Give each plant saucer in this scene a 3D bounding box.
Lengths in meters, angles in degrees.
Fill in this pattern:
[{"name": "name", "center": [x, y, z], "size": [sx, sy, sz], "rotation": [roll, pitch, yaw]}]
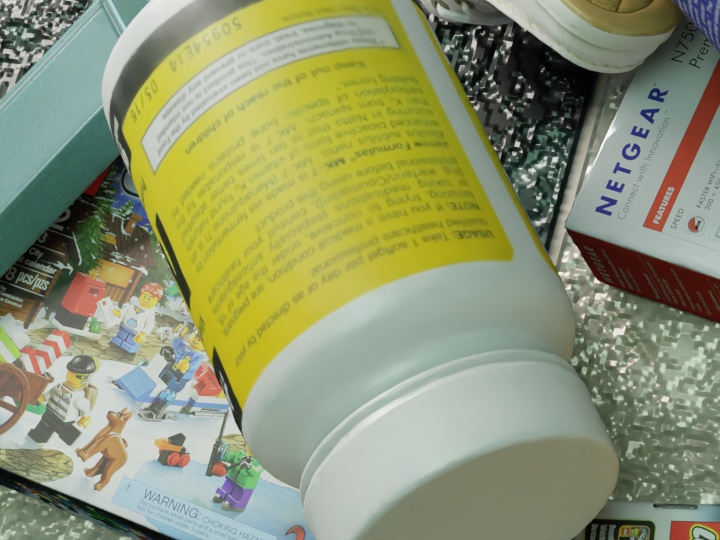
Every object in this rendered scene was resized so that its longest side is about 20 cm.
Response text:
[{"name": "plant saucer", "center": [-0.144, -0.019, 1.068], "size": [0.200, 0.019, 0.070], "rotation": [-44, 37, 11]}]

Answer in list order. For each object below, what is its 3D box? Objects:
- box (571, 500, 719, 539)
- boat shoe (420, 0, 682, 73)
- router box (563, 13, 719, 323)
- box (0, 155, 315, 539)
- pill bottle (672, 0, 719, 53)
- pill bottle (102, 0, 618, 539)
[{"name": "box", "center": [0.067, 0.172, 0.928], "size": [0.110, 0.035, 0.200], "rotation": [1, 67, 23]}, {"name": "boat shoe", "center": [0.048, -0.118, 1.044], "size": [0.200, 0.071, 0.069], "rotation": [56, 134, 46]}, {"name": "router box", "center": [0.191, -0.066, 0.983], "size": [0.179, 0.049, 0.200], "rotation": [20, 75, 27]}, {"name": "box", "center": [-0.048, 0.032, 1.034], "size": [0.200, 0.038, 0.137], "rotation": [19, 75, 26]}, {"name": "pill bottle", "center": [0.141, -0.123, 0.935], "size": [0.112, 0.112, 0.200], "rotation": [-38, 60, 1]}, {"name": "pill bottle", "center": [0.000, 0.000, 0.943], "size": [0.114, 0.114, 0.200], "rotation": [-29, 59, 6]}]
